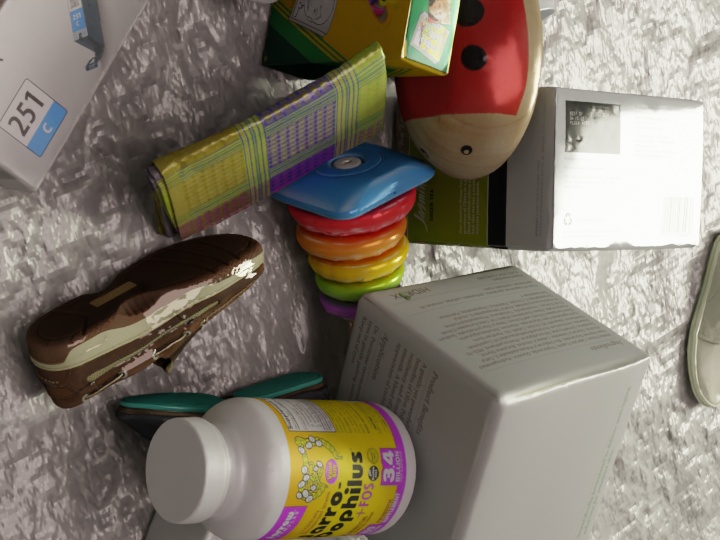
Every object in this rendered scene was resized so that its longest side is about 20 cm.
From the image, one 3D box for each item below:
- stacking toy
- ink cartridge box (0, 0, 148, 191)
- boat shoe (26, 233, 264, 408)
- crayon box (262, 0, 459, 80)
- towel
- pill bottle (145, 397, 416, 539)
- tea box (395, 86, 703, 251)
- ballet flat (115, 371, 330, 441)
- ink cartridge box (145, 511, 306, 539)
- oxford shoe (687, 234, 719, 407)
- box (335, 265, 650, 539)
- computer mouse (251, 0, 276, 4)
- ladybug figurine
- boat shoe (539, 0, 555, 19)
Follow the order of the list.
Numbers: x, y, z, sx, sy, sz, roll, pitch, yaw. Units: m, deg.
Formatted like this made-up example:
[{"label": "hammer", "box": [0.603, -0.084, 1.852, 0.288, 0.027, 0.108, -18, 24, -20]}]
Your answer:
[{"label": "stacking toy", "box": [0.000, 0.000, 1.139, 0.116, 0.109, 0.202, -29, 124, -36]}, {"label": "ink cartridge box", "box": [-0.250, -0.186, 0.934, 0.176, 0.044, 0.201, 39, 70, -37]}, {"label": "boat shoe", "box": [-0.158, 0.039, 1.026, 0.201, 0.074, 0.076, -26, 125, -29]}, {"label": "crayon box", "box": [0.009, -0.255, 1.061, 0.058, 0.172, 0.202, 11, 87, -40]}, {"label": "towel", "box": [-0.069, -0.092, 1.012, 0.199, 0.144, 0.023, -30, 75, -10]}, {"label": "pill bottle", "box": [-0.059, 0.148, 1.009, 0.199, 0.104, 0.106, 7, 90, -43]}, {"label": "tea box", "box": [0.164, -0.087, 1.194, 0.198, 0.196, 0.135, -1, 95, -39]}, {"label": "ballet flat", "box": [-0.104, 0.126, 1.075, 0.199, 0.073, 0.074, -5, 98, -42]}, {"label": "ink cartridge box", "box": [-0.116, 0.295, 1.070, 0.145, 0.084, 0.202, 28, 77, -38]}, {"label": "oxford shoe", "box": [0.413, 0.054, 1.513, 0.075, 0.057, 0.202, 15, 86, -42]}, {"label": "box", "box": [0.100, 0.129, 1.138, 0.199, 0.171, 0.201, -10, 124, -40]}, {"label": "computer mouse", "box": [-0.090, -0.308, 1.059, 0.109, 0.044, 0.203, 4, 87, -45]}, {"label": "ladybug figurine", "box": [0.077, -0.175, 1.072, 0.072, 0.135, 0.203, 6, 82, -47]}, {"label": "boat shoe", "box": [0.088, -0.245, 1.205, 0.199, 0.073, 0.066, -13, 85, -40]}]
